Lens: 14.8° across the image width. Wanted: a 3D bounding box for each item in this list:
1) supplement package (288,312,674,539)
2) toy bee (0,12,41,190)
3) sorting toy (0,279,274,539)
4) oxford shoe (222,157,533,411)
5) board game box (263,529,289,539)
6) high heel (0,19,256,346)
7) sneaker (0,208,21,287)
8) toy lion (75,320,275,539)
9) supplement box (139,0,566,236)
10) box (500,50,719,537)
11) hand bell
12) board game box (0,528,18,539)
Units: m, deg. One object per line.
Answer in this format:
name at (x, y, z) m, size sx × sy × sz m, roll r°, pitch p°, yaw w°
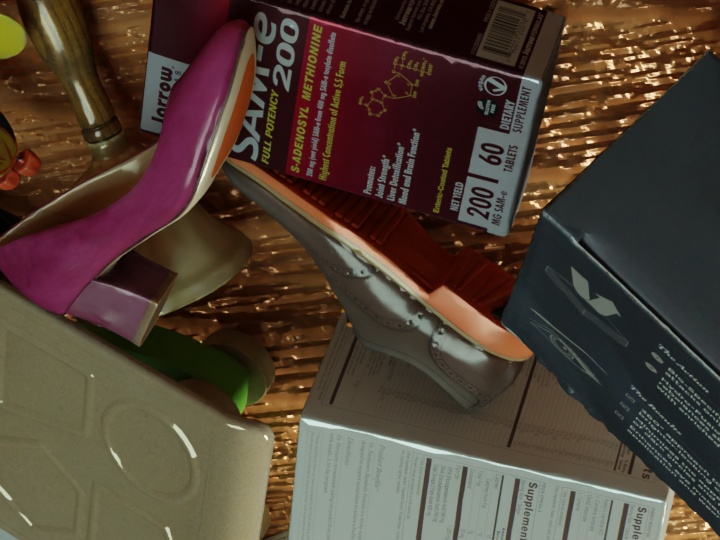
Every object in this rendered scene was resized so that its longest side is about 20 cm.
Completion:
supplement package at (0.072, 0.106, 1.521) m, size 0.200 × 0.114 × 0.110 m, roll 13°, pitch 131°, yaw 8°
toy bee at (-0.225, -0.078, 1.452) m, size 0.131 × 0.200 × 0.109 m, roll -2°, pitch 173°, yaw 40°
sorting toy at (-0.141, 0.103, 1.524) m, size 0.200 × 0.036 × 0.185 m, roll 25°, pitch 134°, yaw 17°
oxford shoe at (0.000, 0.000, 1.459) m, size 0.200 × 0.071 × 0.073 m, roll 37°, pitch 121°, yaw 8°
board game box at (-0.012, 0.264, 1.696) m, size 0.105 × 0.103 × 0.200 m, roll -25°, pitch 119°, yaw 36°
high heel at (-0.121, -0.055, 1.389) m, size 0.096 × 0.067 × 0.200 m, roll 27°, pitch 119°, yaw 2°
sneaker at (-0.260, -0.032, 1.543) m, size 0.200 × 0.071 × 0.098 m, roll 15°, pitch 135°, yaw 8°
toy lion at (-0.151, 0.105, 1.641) m, size 0.192 × 0.069 × 0.200 m, roll 17°, pitch 133°, yaw 14°
supplement box at (-0.006, -0.099, 1.405) m, size 0.200 × 0.061 × 0.109 m, roll 16°, pitch 133°, yaw 7°
box at (0.182, 0.029, 1.319) m, size 0.197 × 0.117 × 0.200 m, roll 44°, pitch 167°, yaw 9°
hand bell at (-0.139, -0.082, 1.467) m, size 0.104 × 0.104 × 0.200 m, roll -10°, pitch 113°, yaw 26°
board game box at (-0.158, 0.142, 1.605) m, size 0.200 × 0.026 × 0.200 m, roll 20°, pitch 124°, yaw 26°
